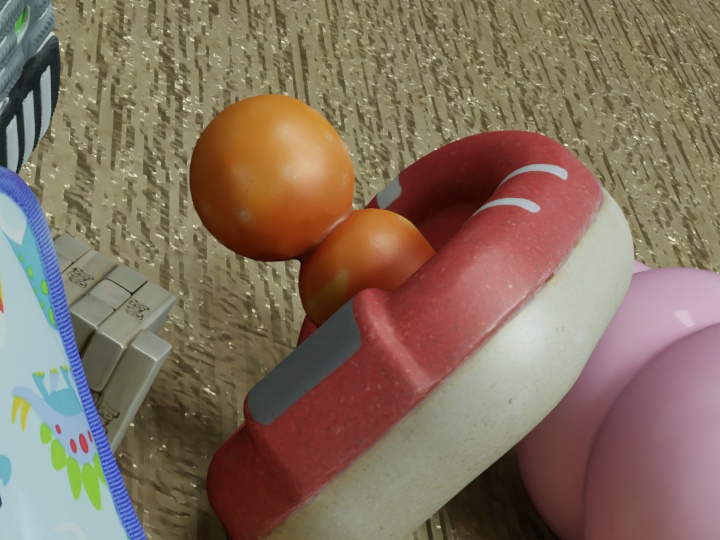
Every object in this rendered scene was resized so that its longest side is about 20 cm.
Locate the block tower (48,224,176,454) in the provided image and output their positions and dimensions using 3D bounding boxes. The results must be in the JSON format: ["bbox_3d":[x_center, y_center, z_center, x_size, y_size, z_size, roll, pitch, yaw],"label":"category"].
[{"bbox_3d":[-0.150,-0.009,0.807,0.199,0.054,0.058,30,19,4],"label":"block tower"}]

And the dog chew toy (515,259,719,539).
[{"bbox_3d":[0.109,0.057,0.914,0.124,0.125,0.200,15,14,-35],"label":"dog chew toy"}]

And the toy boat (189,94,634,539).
[{"bbox_3d":[0.000,0.000,0.849,0.131,0.130,0.200,48,18,-1],"label":"toy boat"}]

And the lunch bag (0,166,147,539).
[{"bbox_3d":[-0.151,0.025,0.627,0.200,0.128,0.170,45,19,8],"label":"lunch bag"}]

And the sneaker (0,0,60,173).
[{"bbox_3d":[-0.159,-0.113,0.900,0.115,0.201,0.075,22,48,10],"label":"sneaker"}]
